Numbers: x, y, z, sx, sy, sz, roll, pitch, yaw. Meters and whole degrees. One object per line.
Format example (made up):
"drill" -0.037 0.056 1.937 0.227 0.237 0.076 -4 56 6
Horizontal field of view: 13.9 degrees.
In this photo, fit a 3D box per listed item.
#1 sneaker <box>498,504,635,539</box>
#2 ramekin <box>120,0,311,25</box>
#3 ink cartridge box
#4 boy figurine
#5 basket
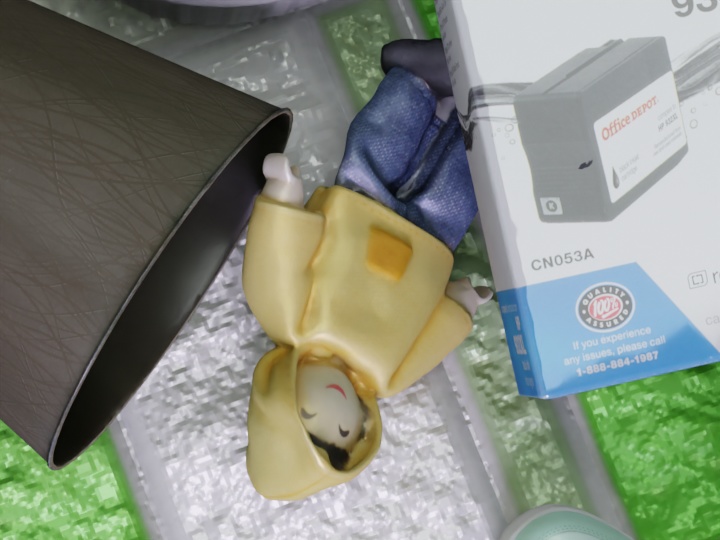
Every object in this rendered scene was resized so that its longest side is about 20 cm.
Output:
"sneaker" 0.131 0.170 1.184 0.074 0.118 0.201 -35 80 -10
"ramekin" -0.063 -0.198 1.269 0.202 0.094 0.203 1 77 -6
"ink cartridge box" 0.115 -0.061 1.183 0.145 0.084 0.201 -12 89 -1
"boy figurine" 0.000 0.000 1.229 0.124 0.064 0.200 39 66 -30
"basket" -0.159 -0.043 1.207 0.200 0.136 0.181 31 64 7
